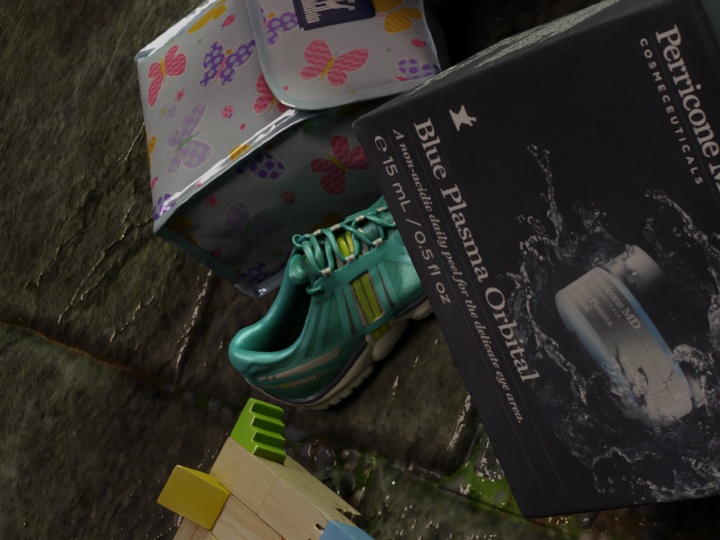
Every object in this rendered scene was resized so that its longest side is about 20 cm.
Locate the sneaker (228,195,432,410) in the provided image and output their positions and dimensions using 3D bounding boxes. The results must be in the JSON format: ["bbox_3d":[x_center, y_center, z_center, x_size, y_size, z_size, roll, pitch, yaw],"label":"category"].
[{"bbox_3d":[0.000,0.000,1.043,0.200,0.079,0.078,-52,35,18],"label":"sneaker"}]

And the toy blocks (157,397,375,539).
[{"bbox_3d":[-0.054,0.193,0.999,0.137,0.100,0.201,33,96,45],"label":"toy blocks"}]

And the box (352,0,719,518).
[{"bbox_3d":[0.129,-0.016,0.751,0.200,0.117,0.197,-17,100,49],"label":"box"}]

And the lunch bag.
[{"bbox_3d":[-0.038,-0.113,1.131,0.200,0.127,0.170,-32,44,22],"label":"lunch bag"}]

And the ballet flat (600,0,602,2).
[{"bbox_3d":[0.160,-0.086,0.900,0.200,0.068,0.073,-111,34,-48],"label":"ballet flat"}]
